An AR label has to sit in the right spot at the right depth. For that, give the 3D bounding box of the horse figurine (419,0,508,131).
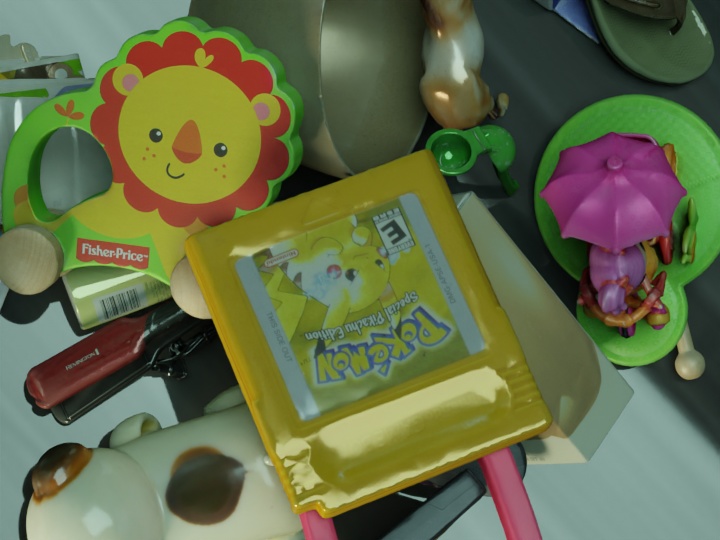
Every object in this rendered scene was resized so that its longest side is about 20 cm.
[{"bbox_3d":[0.068,-0.161,1.553,0.050,0.133,0.201,2,108,19],"label":"horse figurine"}]

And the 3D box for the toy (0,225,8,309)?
[{"bbox_3d":[-0.295,-0.020,1.521,0.115,0.047,0.201,22,80,-9],"label":"toy"}]

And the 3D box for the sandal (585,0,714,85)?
[{"bbox_3d":[0.203,-0.220,1.611,0.080,0.057,0.201,-42,115,-18],"label":"sandal"}]

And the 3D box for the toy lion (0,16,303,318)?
[{"bbox_3d":[-0.139,-0.074,1.447,0.199,0.069,0.192,7,104,10],"label":"toy lion"}]

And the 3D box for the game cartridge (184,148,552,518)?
[{"bbox_3d":[0.004,0.040,1.385,0.176,0.032,0.200,-21,73,-12],"label":"game cartridge"}]

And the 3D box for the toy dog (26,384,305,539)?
[{"bbox_3d":[-0.125,0.161,1.461,0.199,0.194,0.140,-15,95,-20],"label":"toy dog"}]

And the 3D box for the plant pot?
[{"bbox_3d":[-0.043,-0.167,1.531,0.134,0.200,0.201,6,80,25],"label":"plant pot"}]

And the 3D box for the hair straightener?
[{"bbox_3d":[-0.136,0.044,1.534,0.200,0.077,0.041,-35,62,-1],"label":"hair straightener"}]

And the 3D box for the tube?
[{"bbox_3d":[-0.112,-0.013,1.547,0.199,0.058,0.052,-19,117,-7],"label":"tube"}]

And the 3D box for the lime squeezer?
[{"bbox_3d":[0.064,-0.077,1.529,0.200,0.071,0.038,-6,76,-49],"label":"lime squeezer"}]

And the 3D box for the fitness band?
[{"bbox_3d":[0.040,0.169,1.380,0.143,0.037,0.201,-16,75,-10],"label":"fitness band"}]

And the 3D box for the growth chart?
[{"bbox_3d":[-0.230,-0.092,1.527,0.199,0.018,0.145,4,79,-30],"label":"growth chart"}]

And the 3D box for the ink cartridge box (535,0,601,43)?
[{"bbox_3d":[0.153,-0.309,1.643,0.200,0.047,0.198,33,78,-3],"label":"ink cartridge box"}]

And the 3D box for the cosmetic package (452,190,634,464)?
[{"bbox_3d":[0.088,0.043,1.520,0.200,0.105,0.071,49,61,-20],"label":"cosmetic package"}]

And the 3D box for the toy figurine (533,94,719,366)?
[{"bbox_3d":[0.179,-0.024,1.521,0.150,0.184,0.201,3,94,15],"label":"toy figurine"}]

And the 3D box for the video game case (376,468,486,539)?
[{"bbox_3d":[-0.008,0.216,1.475,0.200,0.181,0.026,-39,82,-13],"label":"video game case"}]

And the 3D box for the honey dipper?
[{"bbox_3d":[0.224,-0.017,1.626,0.038,0.038,0.201,-15,90,-12],"label":"honey dipper"}]

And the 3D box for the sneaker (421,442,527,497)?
[{"bbox_3d":[0.023,0.106,1.483,0.200,0.088,0.075,30,105,-6],"label":"sneaker"}]
